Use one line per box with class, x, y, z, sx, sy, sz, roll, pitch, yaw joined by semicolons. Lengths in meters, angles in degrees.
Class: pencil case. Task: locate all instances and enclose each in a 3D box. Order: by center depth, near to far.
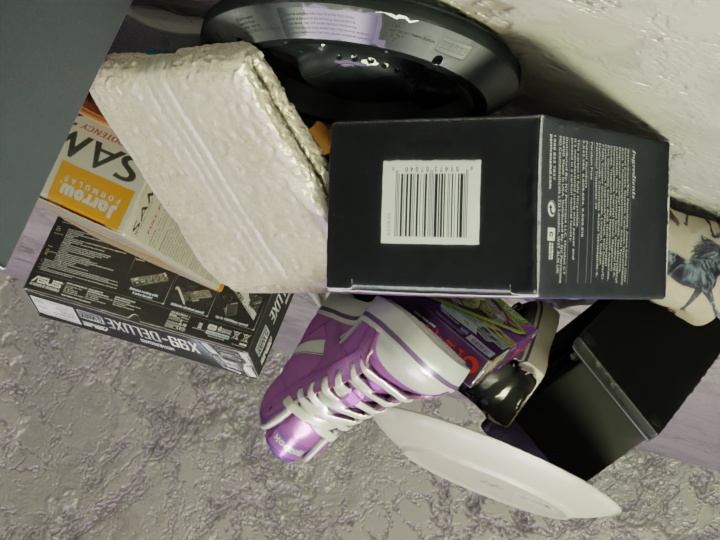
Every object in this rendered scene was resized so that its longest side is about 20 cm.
pencil case;0.186;-0.023;1.263;0.199;0.078;0.089;19;-177;-15

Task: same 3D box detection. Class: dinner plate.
dinner plate;0.096;0.148;1.274;0.199;0.024;0.200;21;169;4

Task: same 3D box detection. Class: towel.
towel;-0.075;-0.061;1.083;0.132;0.035;0.201;0;135;34

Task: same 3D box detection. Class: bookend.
bookend;0.165;0.103;1.351;0.092;0.200;0.199;50;-146;3

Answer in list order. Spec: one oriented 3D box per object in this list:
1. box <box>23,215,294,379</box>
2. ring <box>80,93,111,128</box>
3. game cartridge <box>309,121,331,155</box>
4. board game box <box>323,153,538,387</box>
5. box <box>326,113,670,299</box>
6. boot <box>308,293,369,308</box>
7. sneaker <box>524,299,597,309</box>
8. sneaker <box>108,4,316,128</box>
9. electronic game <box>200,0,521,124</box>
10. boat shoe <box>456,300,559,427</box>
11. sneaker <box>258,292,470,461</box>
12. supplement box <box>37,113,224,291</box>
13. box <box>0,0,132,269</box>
box;-0.147;-0.017;1.380;0.198;0.159;0.050;14;154;15
ring;-0.134;-0.120;1.214;0.199;0.019;0.201;20;-164;-6
game cartridge;0.019;-0.049;1.330;0.176;0.032;0.200;46;168;-3
board game box;0.025;-0.005;1.182;0.200;0.032;0.120;41;-156;12
box;0.090;-0.035;1.073;0.147;0.105;0.199;1;179;33
boot;0.000;0.000;1.282;0.073;0.096;0.201;-8;-141;-11
sneaker;0.145;-0.007;1.359;0.199;0.078;0.140;21;-176;-28
sneaker;-0.118;-0.145;1.160;0.199;0.071;0.080;15;-165;-17
electronic game;0.000;-0.129;1.060;0.198;0.042;0.200;9;168;2
boat shoe;0.093;0.046;1.304;0.092;0.075;0.200;34;-167;-1
sneaker;-0.004;0.079;1.079;0.073;0.115;0.200;40;169;-12
supplement box;-0.170;-0.058;1.256;0.125;0.074;0.200;23;175;18
box;-0.272;-0.123;1.044;0.197;0.201;0.123;10;160;37
